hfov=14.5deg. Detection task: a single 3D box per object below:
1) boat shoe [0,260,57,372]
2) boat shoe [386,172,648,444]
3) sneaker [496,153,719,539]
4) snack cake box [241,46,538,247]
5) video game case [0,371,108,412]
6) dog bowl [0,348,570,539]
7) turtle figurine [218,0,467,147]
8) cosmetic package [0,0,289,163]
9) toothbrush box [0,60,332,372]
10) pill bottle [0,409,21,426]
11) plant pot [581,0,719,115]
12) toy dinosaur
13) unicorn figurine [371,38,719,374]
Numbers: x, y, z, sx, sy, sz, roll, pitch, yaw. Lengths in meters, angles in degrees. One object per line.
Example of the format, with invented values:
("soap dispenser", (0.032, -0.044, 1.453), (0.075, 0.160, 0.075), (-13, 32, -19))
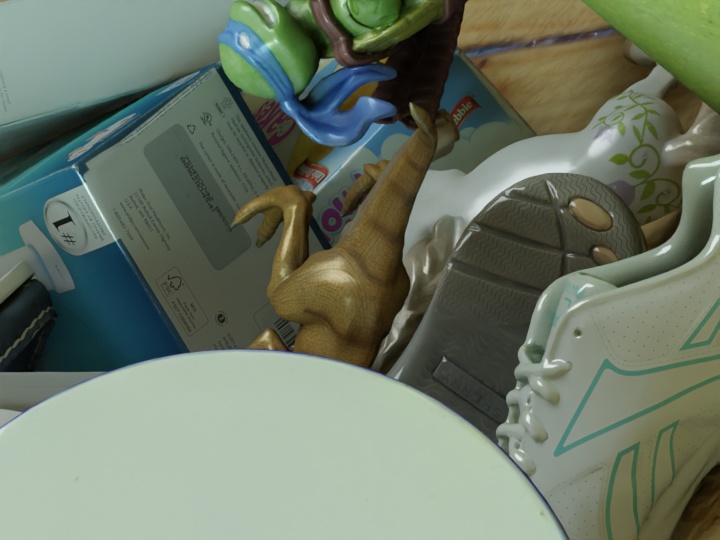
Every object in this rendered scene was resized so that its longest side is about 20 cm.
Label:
("boat shoe", (-0.154, 0.079, 1.064), (0.200, 0.062, 0.075), (-55, -11, 34))
("boat shoe", (0.031, 0.059, 0.924), (0.200, 0.076, 0.072), (-52, -13, 8))
("sneaker", (0.069, 0.046, 0.841), (0.200, 0.080, 0.070), (-47, 21, 0))
("snack cake box", (0.002, -0.051, 1.189), (0.115, 0.067, 0.200), (-43, 19, 4))
("video game case", (-0.181, 0.106, 0.958), (0.199, 0.022, 0.183), (2, -50, -54))
("dog bowl", (-0.032, 0.123, 0.714), (0.199, 0.079, 0.201), (-4, 58, 6))
("turtle figurine", (0.007, -0.167, 1.025), (0.193, 0.201, 0.144), (-33, -11, -14))
("cosmetic package", (-0.119, -0.080, 1.165), (0.150, 0.052, 0.200), (-14, -1, -16))
("toothbrush box", (-0.096, 0.023, 1.103), (0.085, 0.147, 0.200), (-38, 11, -37))
("pill bottle", (-0.110, 0.145, 0.841), (0.111, 0.111, 0.201), (-38, 36, 19))
("plant pot", (0.143, -0.119, 0.860), (0.200, 0.184, 0.201), (-40, 20, 17))
("toy dinosaur", (0.000, 0.000, 0.922), (0.107, 0.060, 0.201), (-103, 29, -50))
("unicorn figurine", (0.056, -0.017, 0.999), (0.200, 0.074, 0.138), (-40, 16, 23))
